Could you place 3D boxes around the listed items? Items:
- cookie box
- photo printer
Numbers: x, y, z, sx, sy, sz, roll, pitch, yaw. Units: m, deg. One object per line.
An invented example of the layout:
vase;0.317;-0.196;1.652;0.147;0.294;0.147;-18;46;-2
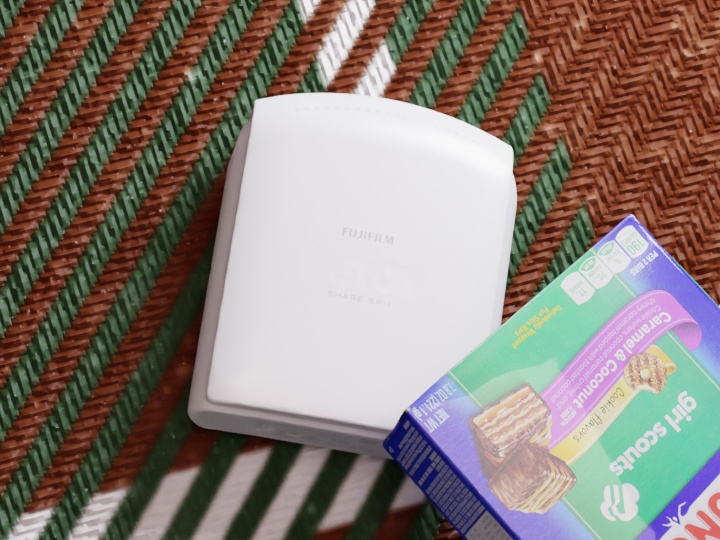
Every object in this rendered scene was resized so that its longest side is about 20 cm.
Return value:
cookie box;0.142;0.104;1.552;0.171;0.075;0.200;-40;82;-18
photo printer;0.000;0.000;1.658;0.166;0.069;0.201;11;72;-4
